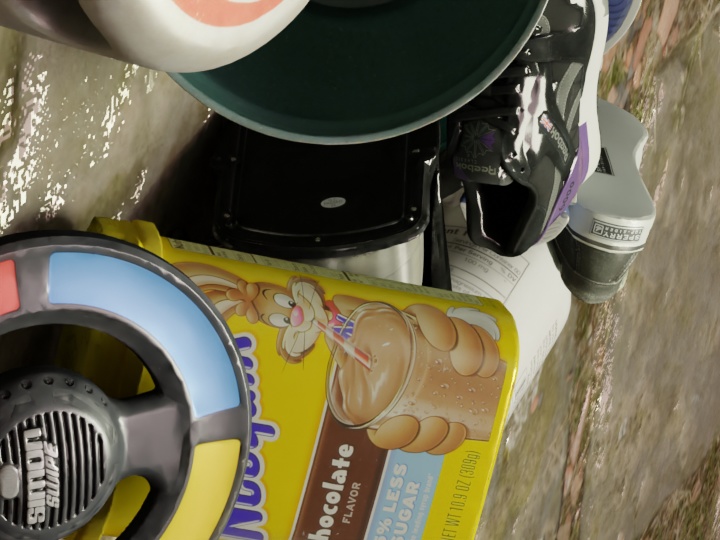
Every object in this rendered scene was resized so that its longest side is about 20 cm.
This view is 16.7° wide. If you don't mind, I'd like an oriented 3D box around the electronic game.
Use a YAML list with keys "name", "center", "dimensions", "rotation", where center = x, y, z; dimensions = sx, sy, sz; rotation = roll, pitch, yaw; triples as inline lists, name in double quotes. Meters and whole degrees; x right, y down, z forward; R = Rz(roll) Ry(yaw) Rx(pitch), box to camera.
- name: "electronic game"
  center: [-0.137, 0.079, 1.036]
  dimensions: [0.200, 0.042, 0.200]
  rotation: [-11, 114, -26]

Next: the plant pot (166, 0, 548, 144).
- name: "plant pot"
  center: [-0.008, -0.167, 1.111]
  dimensions: [0.134, 0.200, 0.200]
  rotation: [-73, 175, -77]

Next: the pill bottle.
- name: "pill bottle"
  center: [0.063, 0.024, 1.483]
  dimensions: [0.200, 0.114, 0.114]
  rotation: [-55, 152, -42]

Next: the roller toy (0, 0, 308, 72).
- name: "roller toy"
  center: [-0.083, -0.173, 0.939]
  dimensions: [0.200, 0.140, 0.183]
  rotation: [-10, 114, -57]

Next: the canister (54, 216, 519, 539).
- name: "canister"
  center: [-0.040, 0.064, 1.144]
  dimensions: [0.087, 0.200, 0.149]
  rotation: [-127, -131, -70]

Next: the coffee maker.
- name: "coffee maker"
  center: [0.000, 0.000, 1.290]
  dimensions: [0.192, 0.135, 0.200]
  rotation: [-56, 152, -40]

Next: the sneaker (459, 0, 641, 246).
- name: "sneaker"
  center: [0.098, -0.124, 1.361]
  dimensions: [0.115, 0.081, 0.199]
  rotation: [-86, -171, -61]

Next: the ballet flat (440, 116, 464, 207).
- name: "ballet flat"
  center: [0.065, -0.083, 1.459]
  dimensions: [0.200, 0.068, 0.068]
  rotation: [-53, 127, -39]

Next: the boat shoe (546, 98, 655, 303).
- name: "boat shoe"
  center: [0.131, -0.047, 1.456]
  dimensions: [0.200, 0.071, 0.064]
  rotation: [-85, -171, -64]

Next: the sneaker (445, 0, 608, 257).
- name: "sneaker"
  center: [0.078, -0.089, 1.230]
  dimensions: [0.088, 0.076, 0.200]
  rotation: [-59, 149, -35]
